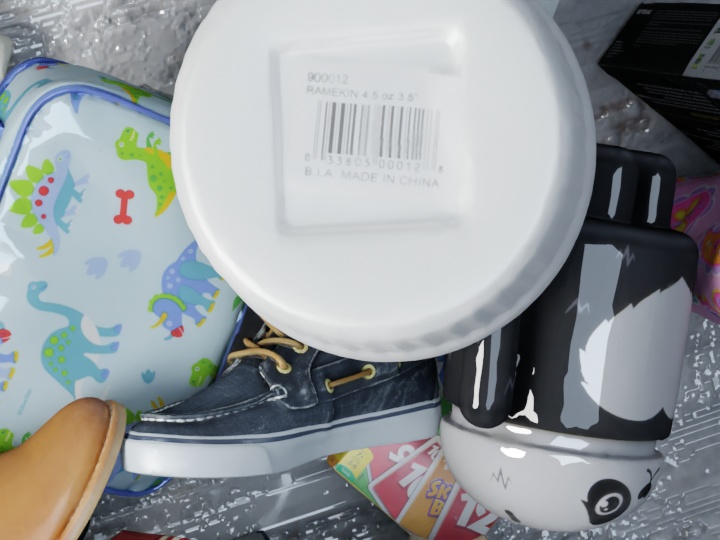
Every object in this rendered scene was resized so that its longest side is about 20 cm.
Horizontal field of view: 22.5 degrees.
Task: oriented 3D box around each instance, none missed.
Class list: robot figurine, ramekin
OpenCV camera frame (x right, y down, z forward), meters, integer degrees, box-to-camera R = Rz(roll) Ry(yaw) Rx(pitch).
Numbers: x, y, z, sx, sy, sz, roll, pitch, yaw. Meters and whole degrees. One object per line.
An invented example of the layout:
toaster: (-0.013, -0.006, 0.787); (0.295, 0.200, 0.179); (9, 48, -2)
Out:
robot figurine: (0.110, 0.034, 0.939); (0.149, 0.125, 0.202); (8, 94, -15)
ramekin: (0.008, -0.058, 0.820); (0.198, 0.098, 0.203); (0, 90, 7)

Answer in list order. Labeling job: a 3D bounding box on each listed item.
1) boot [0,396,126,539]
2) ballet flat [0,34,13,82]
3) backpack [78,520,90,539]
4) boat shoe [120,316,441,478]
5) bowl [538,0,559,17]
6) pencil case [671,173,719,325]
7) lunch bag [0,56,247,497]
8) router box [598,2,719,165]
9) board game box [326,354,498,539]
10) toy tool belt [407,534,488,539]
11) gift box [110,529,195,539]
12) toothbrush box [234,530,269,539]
boot: (-0.220, 0.102, 0.846); (0.155, 0.077, 0.200); (42, 96, -18)
ballet flat: (-0.203, -0.034, 0.969); (0.069, 0.069, 0.202); (-4, 97, -13)
backpack: (-0.254, 0.172, 0.947); (0.166, 0.127, 0.201); (34, 92, -18)
boat shoe: (-0.039, 0.048, 0.912); (0.199, 0.070, 0.092); (-7, 97, -44)
bowl: (0.018, -0.190, 0.965); (0.200, 0.090, 0.203); (-7, 100, -45)
pencil case: (0.212, -0.007, 0.999); (0.087, 0.200, 0.088); (-1, 96, -8)
lunch bag: (-0.140, 0.003, 0.915); (0.160, 0.082, 0.201); (18, 98, -29)
router box: (0.229, -0.083, 0.991); (0.149, 0.200, 0.051); (37, 90, -16)
board game box: (0.081, 0.061, 1.014); (0.095, 0.030, 0.200); (41, 84, -15)
toy tool belt: (0.047, 0.202, 0.961); (0.199, 0.123, 0.125); (26, 105, -34)
gift box: (-0.097, 0.245, 0.883); (0.184, 0.200, 0.187); (-37, 100, -18)
toothbrush box: (-0.082, 0.273, 1.022); (0.145, 0.085, 0.202); (-20, 102, -10)
